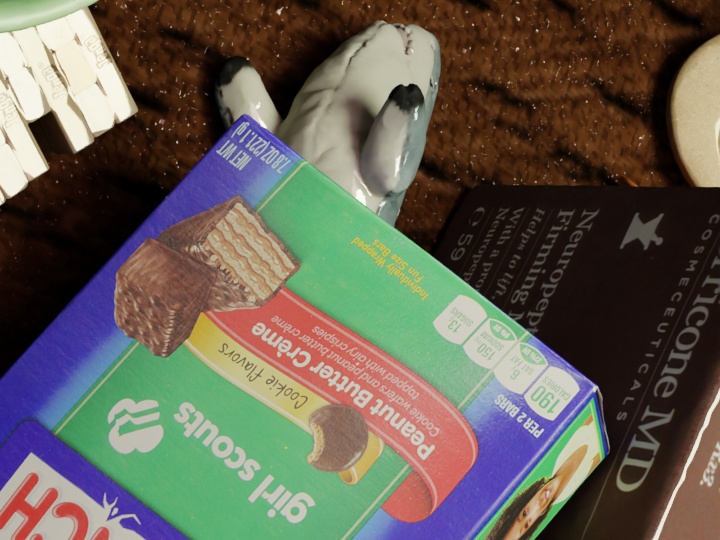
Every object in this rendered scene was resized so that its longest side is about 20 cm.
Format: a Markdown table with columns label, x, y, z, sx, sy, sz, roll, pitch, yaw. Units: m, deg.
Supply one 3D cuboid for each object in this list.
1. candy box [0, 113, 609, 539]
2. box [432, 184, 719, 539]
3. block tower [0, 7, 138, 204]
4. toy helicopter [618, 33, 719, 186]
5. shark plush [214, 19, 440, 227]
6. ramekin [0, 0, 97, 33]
| label | x | y | z | sx | sy | sz | roll | pitch | yaw |
| --- | --- | --- | --- | --- | --- | --- | --- | --- | --- |
| candy box | -0.042 | 0.075 | 0.664 | 0.200 | 0.169 | 0.077 | -49 | 155 | -9 |
| box | 0.121 | 0.076 | 0.781 | 0.164 | 0.199 | 0.167 | 37 | 72 | -30 |
| block tower | -0.173 | -0.025 | 0.661 | 0.199 | 0.054 | 0.058 | -36 | 111 | -27 |
| toy helicopter | 0.204 | -0.016 | 0.897 | 0.131 | 0.079 | 0.201 | -28 | 91 | -3 |
| shark plush | 0.000 | 0.000 | 0.777 | 0.083 | 0.090 | 0.202 | 3 | 86 | -64 |
| ramekin | -0.149 | -0.177 | 0.643 | 0.198 | 0.097 | 0.202 | -2 | 94 | -34 |
